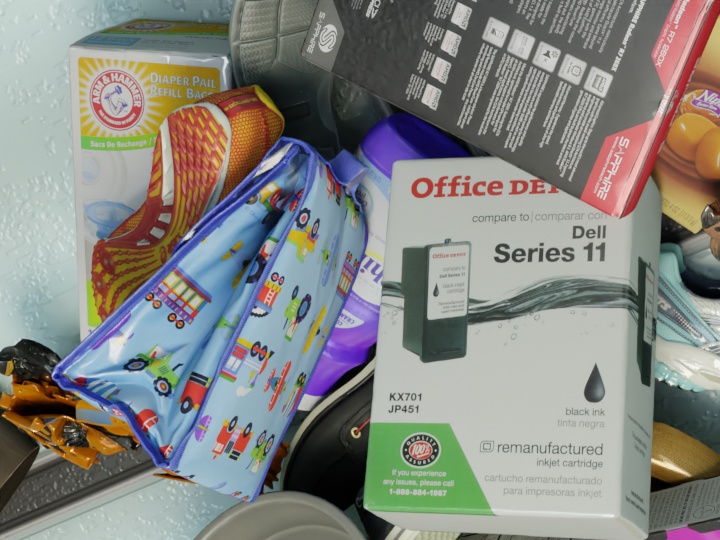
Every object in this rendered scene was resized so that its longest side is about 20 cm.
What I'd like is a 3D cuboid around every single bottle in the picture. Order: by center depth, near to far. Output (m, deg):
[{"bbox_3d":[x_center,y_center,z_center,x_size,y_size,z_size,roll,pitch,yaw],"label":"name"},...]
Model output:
[{"bbox_3d":[0.000,0.000,1.084,0.083,0.065,0.201,37,115,11],"label":"bottle"}]

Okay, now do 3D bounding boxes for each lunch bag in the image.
[{"bbox_3d":[-0.058,0.018,0.961,0.094,0.151,0.201,35,86,19],"label":"lunch bag"}]

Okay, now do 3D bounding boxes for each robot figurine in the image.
[{"bbox_3d":[-0.154,0.099,1.123,0.198,0.059,0.145,5,154,33],"label":"robot figurine"}]

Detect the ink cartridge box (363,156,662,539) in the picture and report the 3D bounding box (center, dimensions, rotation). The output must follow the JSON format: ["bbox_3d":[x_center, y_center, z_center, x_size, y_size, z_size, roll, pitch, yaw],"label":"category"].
[{"bbox_3d":[0.086,0.041,0.936,0.145,0.083,0.203,-2,73,20],"label":"ink cartridge box"}]

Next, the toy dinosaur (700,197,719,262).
[{"bbox_3d":[0.302,-0.018,0.970,0.199,0.086,0.136,37,115,-3],"label":"toy dinosaur"}]

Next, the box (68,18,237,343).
[{"bbox_3d":[-0.114,-0.053,1.085,0.111,0.101,0.202,7,109,16],"label":"box"}]

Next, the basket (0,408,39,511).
[{"bbox_3d":[-0.339,0.110,1.200,0.199,0.136,0.181,35,118,0],"label":"basket"}]

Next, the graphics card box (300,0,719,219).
[{"bbox_3d":[0.077,-0.128,0.881,0.199,0.051,0.127,27,112,17],"label":"graphics card box"}]

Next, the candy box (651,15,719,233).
[{"bbox_3d":[0.150,-0.122,0.960,0.199,0.057,0.117,30,119,-21],"label":"candy box"}]

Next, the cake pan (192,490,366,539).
[{"bbox_3d":[-0.052,0.235,1.019,0.199,0.037,0.202,-20,57,34],"label":"cake pan"}]

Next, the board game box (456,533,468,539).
[{"bbox_3d":[-0.017,0.226,1.126,0.198,0.134,0.035,-12,103,21],"label":"board game box"}]

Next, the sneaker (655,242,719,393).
[{"bbox_3d":[0.249,0.043,1.012,0.198,0.078,0.087,19,104,9],"label":"sneaker"}]

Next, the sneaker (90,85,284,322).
[{"bbox_3d":[-0.100,-0.024,0.999,0.073,0.077,0.200,51,131,15],"label":"sneaker"}]

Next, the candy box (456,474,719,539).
[{"bbox_3d":[0.160,0.211,1.011,0.198,0.061,0.138,-18,104,26],"label":"candy box"}]

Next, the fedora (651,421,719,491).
[{"bbox_3d":[0.169,0.172,1.076,0.198,0.082,0.203,8,113,18],"label":"fedora"}]

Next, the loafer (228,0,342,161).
[{"bbox_3d":[-0.047,-0.124,1.010,0.071,0.063,0.202,-9,123,-12],"label":"loafer"}]

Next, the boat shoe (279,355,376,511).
[{"bbox_3d":[0.020,0.101,1.100,0.202,0.073,0.063,-47,51,23],"label":"boat shoe"}]

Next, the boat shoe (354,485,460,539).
[{"bbox_3d":[0.066,0.097,1.026,0.201,0.074,0.062,-51,56,15],"label":"boat shoe"}]
